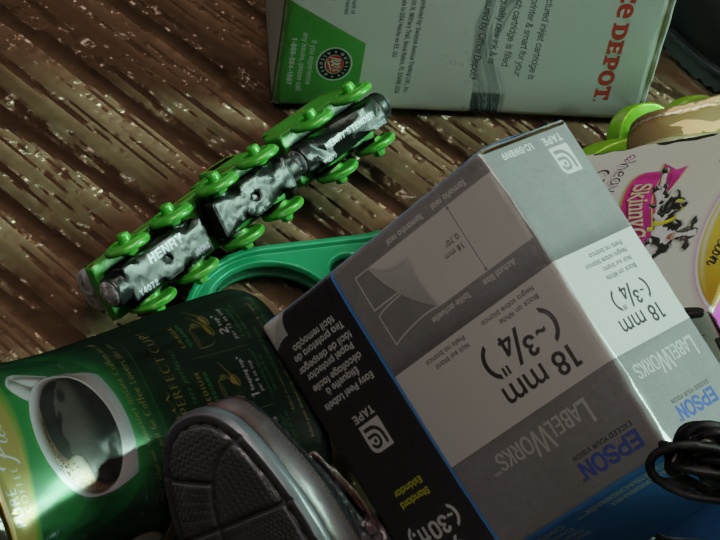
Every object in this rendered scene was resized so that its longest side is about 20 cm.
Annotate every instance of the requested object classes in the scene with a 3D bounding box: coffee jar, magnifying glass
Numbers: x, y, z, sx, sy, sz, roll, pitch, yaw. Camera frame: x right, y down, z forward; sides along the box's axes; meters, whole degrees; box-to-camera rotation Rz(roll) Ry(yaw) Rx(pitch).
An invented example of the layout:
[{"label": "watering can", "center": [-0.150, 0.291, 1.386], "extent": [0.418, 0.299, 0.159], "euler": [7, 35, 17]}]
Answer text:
[{"label": "coffee jar", "center": [-0.116, 0.077, 0.860], "extent": [0.200, 0.085, 0.104], "euler": [-13, 71, -40]}, {"label": "magnifying glass", "center": [0.000, 0.000, 1.033], "extent": [0.200, 0.022, 0.080], "euler": [-31, 59, -30]}]

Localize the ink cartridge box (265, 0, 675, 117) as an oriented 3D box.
[{"label": "ink cartridge box", "center": [0.058, -0.159, 1.103], "extent": [0.200, 0.147, 0.083], "euler": [3, 46, -9]}]

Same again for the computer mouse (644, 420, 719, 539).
[{"label": "computer mouse", "center": [0.150, 0.141, 0.818], "extent": [0.140, 0.200, 0.046], "euler": [15, 32, -4]}]

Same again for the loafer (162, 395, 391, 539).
[{"label": "loafer", "center": [-0.007, 0.133, 0.837], "extent": [0.063, 0.072, 0.200], "euler": [-36, 97, -51]}]

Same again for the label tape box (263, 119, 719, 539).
[{"label": "label tape box", "center": [0.071, 0.064, 0.848], "extent": [0.063, 0.144, 0.200], "euler": [-23, 78, -50]}]

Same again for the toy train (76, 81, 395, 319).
[{"label": "toy train", "center": [-0.060, -0.036, 1.029], "extent": [0.056, 0.042, 0.200], "euler": [-7, 23, 49]}]

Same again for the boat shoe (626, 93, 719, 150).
[{"label": "boat shoe", "center": [0.210, -0.086, 1.034], "extent": [0.200, 0.074, 0.066], "euler": [-12, 81, -25]}]

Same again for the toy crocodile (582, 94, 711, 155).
[{"label": "toy crocodile", "center": [0.194, -0.064, 1.096], "extent": [0.200, 0.067, 0.062], "euler": [-12, 95, -24]}]

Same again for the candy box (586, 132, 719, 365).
[{"label": "candy box", "center": [0.101, 0.007, 0.941], "extent": [0.200, 0.061, 0.136], "euler": [-8, 34, 38]}]

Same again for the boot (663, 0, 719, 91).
[{"label": "boot", "center": [0.204, -0.197, 1.125], "extent": [0.165, 0.200, 0.066], "euler": [36, 52, 22]}]
